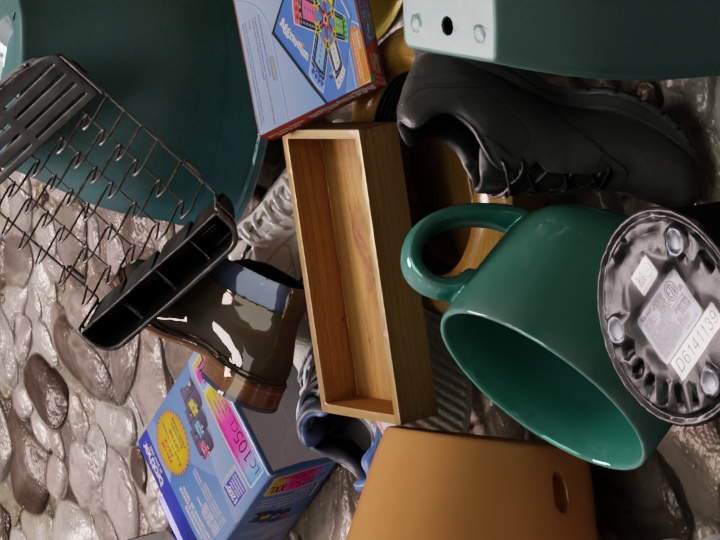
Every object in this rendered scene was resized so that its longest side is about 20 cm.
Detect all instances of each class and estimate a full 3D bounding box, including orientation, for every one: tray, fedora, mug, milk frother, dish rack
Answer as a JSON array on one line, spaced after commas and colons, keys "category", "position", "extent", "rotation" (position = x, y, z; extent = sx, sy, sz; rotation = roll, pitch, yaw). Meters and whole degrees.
[{"category": "tray", "position": [0.000, 0.000, 1.672], "extent": [0.099, 0.037, 0.200], "rotation": [5, 104, 57]}, {"category": "fedora", "position": [0.070, -0.070, 1.649], "extent": [0.200, 0.082, 0.201], "rotation": [27, 124, 50]}, {"category": "mug", "position": [0.133, 0.021, 1.505], "extent": [0.185, 0.114, 0.152], "rotation": [47, 159, -25]}, {"category": "milk frother", "position": [0.263, 0.036, 1.293], "extent": [0.180, 0.188, 0.200], "rotation": [-40, 66, 54]}, {"category": "dish rack", "position": [-0.201, -0.055, 1.778], "extent": [0.200, 0.055, 0.153], "rotation": [43, 114, -16]}]

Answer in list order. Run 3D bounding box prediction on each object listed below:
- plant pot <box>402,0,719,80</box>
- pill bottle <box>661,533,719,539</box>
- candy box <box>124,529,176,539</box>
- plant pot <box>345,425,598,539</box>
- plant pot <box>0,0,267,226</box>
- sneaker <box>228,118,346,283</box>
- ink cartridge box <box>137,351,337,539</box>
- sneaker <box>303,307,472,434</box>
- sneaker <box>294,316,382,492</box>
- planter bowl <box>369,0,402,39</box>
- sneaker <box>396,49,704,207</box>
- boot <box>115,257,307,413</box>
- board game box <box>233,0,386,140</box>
[{"category": "plant pot", "position": [0.129, -0.182, 1.419], "extent": [0.141, 0.200, 0.142], "rotation": [17, 113, 53]}, {"category": "pill bottle", "position": [0.245, 0.214, 1.446], "extent": [0.200, 0.109, 0.109], "rotation": [7, 105, 56]}, {"category": "candy box", "position": [-0.177, 0.360, 2.159], "extent": [0.168, 0.071, 0.200], "rotation": [48, 136, 38]}, {"category": "plant pot", "position": [0.076, 0.180, 1.633], "extent": [0.200, 0.200, 0.140], "rotation": [3, 87, 56]}, {"category": "plant pot", "position": [-0.186, -0.135, 1.868], "extent": [0.200, 0.188, 0.201], "rotation": [-175, 90, -69]}, {"category": "sneaker", "position": [-0.052, -0.032, 1.848], "extent": [0.075, 0.081, 0.200], "rotation": [59, 141, 30]}, {"category": "ink cartridge box", "position": [-0.105, 0.154, 1.988], "extent": [0.137, 0.076, 0.200], "rotation": [62, 145, 24]}, {"category": "sneaker", "position": [0.017, 0.054, 1.777], "extent": [0.105, 0.075, 0.201], "rotation": [-30, 71, 57]}, {"category": "sneaker", "position": [-0.015, 0.092, 1.822], "extent": [0.200, 0.085, 0.077], "rotation": [48, 136, 39]}, {"category": "planter bowl", "position": [-0.051, -0.254, 1.774], "extent": [0.200, 0.083, 0.201], "rotation": [21, 116, 52]}, {"category": "sneaker", "position": [0.113, -0.075, 1.511], "extent": [0.200, 0.091, 0.076], "rotation": [22, 150, 5]}, {"category": "boot", "position": [-0.106, 0.018, 1.840], "extent": [0.200, 0.075, 0.097], "rotation": [38, 110, 40]}, {"category": "board game box", "position": [-0.044, -0.200, 1.677], "extent": [0.103, 0.019, 0.200], "rotation": [-24, 69, 35]}]
